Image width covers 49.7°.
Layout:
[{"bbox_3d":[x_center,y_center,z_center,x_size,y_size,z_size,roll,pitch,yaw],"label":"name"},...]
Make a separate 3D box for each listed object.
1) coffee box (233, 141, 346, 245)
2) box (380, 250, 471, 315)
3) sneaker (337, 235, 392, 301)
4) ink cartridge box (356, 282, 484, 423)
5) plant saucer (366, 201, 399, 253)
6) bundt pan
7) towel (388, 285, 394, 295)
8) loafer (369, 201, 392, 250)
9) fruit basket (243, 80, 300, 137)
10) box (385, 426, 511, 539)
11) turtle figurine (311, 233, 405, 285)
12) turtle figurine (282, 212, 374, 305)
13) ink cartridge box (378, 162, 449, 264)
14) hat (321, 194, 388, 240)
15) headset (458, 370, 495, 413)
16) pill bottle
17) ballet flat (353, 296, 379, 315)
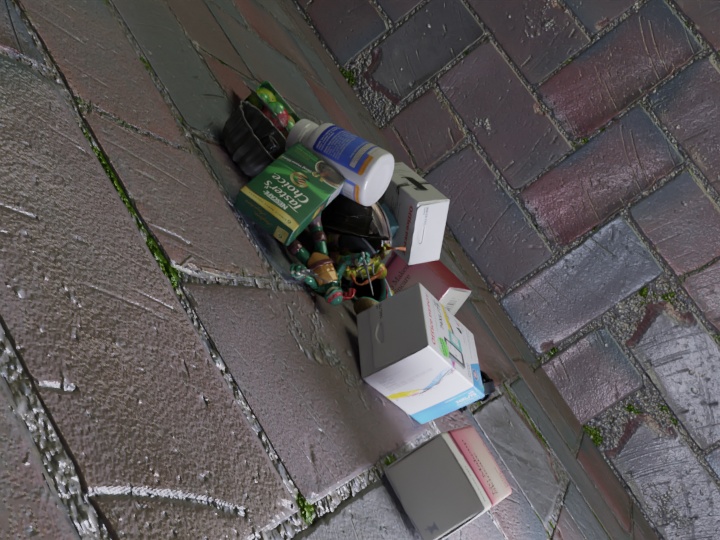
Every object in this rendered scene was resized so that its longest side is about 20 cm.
[{"bbox_3d":[-0.121,-0.140,1.380,0.123,0.044,0.200,38,44,4],"label":"coffee box"},{"bbox_3d":[0.127,0.029,1.747,0.200,0.128,0.108,45,20,30],"label":"box"},{"bbox_3d":[0.000,0.000,1.617,0.201,0.083,0.121,61,7,11],"label":"sneaker"},{"bbox_3d":[0.108,0.154,1.421,0.200,0.145,0.148,41,31,-39],"label":"ink cartridge box"},{"bbox_3d":[0.026,-0.061,1.696,0.019,0.201,0.070,-16,63,-33],"label":"plant saucer"},{"bbox_3d":[-0.196,-0.231,1.528,0.202,0.075,0.202,50,15,-18],"label":"bundt pan"},{"bbox_3d":[0.095,0.119,1.694,0.201,0.018,0.086,56,-20,8],"label":"towel"},{"bbox_3d":[0.002,-0.132,1.625,0.062,0.072,0.202,-17,84,-34],"label":"loafer"},{"bbox_3d":[-0.189,-0.352,1.755,0.185,0.094,0.200,47,-4,-24],"label":"fruit basket"},{"bbox_3d":[0.141,0.328,1.207,0.129,0.109,0.200,58,14,18],"label":"box"},{"bbox_3d":[-0.005,-0.020,1.530,0.160,0.065,0.200,23,33,21],"label":"turtle figurine"},{"bbox_3d":[-0.070,-0.009,1.382,0.148,0.101,0.201,-16,62,-33],"label":"turtle figurine"},{"bbox_3d":[0.097,-0.125,1.664,0.083,0.146,0.200,-9,34,-26],"label":"ink cartridge box"},{"bbox_3d":[-0.036,-0.110,1.537,0.200,0.198,0.082,-2,101,-73],"label":"hat"},{"bbox_3d":[0.223,0.270,1.669,0.200,0.122,0.095,104,-25,-86],"label":"headset"},{"bbox_3d":[-0.044,-0.215,1.500,0.199,0.113,0.112,30,6,20],"label":"pill bottle"},{"bbox_3d":[0.053,0.133,1.543,0.200,0.067,0.073,48,34,-38],"label":"ballet flat"}]
